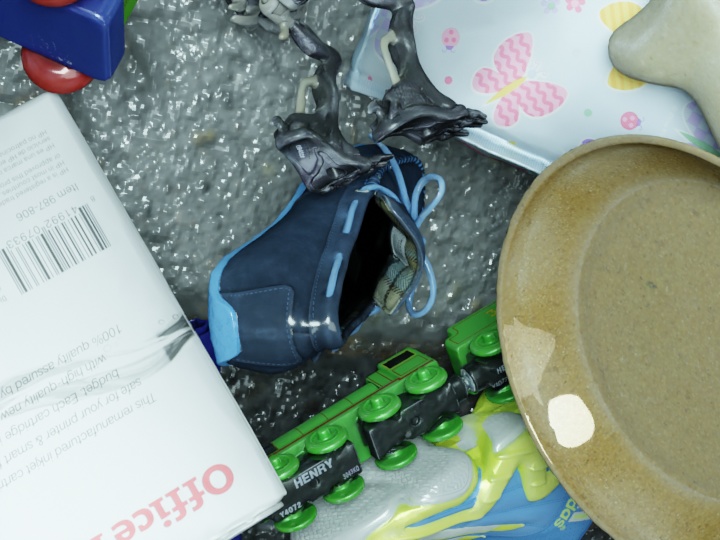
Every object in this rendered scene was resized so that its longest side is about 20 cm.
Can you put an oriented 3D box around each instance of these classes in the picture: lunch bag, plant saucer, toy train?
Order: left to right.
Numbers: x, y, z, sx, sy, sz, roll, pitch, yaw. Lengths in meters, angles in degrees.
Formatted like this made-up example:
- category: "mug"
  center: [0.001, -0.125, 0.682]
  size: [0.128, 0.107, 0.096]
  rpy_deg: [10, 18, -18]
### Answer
- category: "toy train"
  center: [-0.171, -0.167, 0.726]
  size: [0.198, 0.085, 0.117]
  rpy_deg: [24, 66, 4]
- category: "toy train"
  center: [0.021, 0.067, 0.888]
  size: [0.199, 0.056, 0.042]
  rpy_deg: [-29, 115, -20]
- category: "lunch bag"
  center: [0.111, -0.125, 0.838]
  size: [0.198, 0.127, 0.171]
  rpy_deg: [22, 96, -2]
- category: "plant saucer"
  center: [0.143, 0.035, 0.765]
  size: [0.035, 0.199, 0.203]
  rpy_deg: [-21, 115, -39]

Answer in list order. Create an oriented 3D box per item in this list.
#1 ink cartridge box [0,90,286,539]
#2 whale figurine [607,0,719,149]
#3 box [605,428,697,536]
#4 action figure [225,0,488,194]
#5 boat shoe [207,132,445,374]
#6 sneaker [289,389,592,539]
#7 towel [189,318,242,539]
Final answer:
- category: "ink cartridge box"
  center: [-0.143, 0.052, 0.746]
  size: [0.144, 0.084, 0.201]
  rpy_deg: [-29, 83, -15]
- category: "whale figurine"
  center: [0.206, -0.070, 0.745]
  size: [0.199, 0.160, 0.104]
  rpy_deg: [35, 44, 5]
- category: "box"
  center: [0.247, 0.079, 0.864]
  size: [0.198, 0.123, 0.200]
  rpy_deg: [26, 89, 8]
- category: "action figure"
  center: [-0.020, -0.139, 0.779]
  size: [0.102, 0.118, 0.202]
  rpy_deg: [0, 67, -59]
- category: "boat shoe"
  center: [0.000, 0.000, 0.795]
  size: [0.068, 0.200, 0.085]
  rpy_deg: [1, 118, 22]
- category: "sneaker"
  center: [0.062, 0.126, 0.918]
  size: [0.199, 0.076, 0.106]
  rpy_deg: [-28, 116, -16]
- category: "towel"
  center: [-0.130, 0.126, 0.849]
  size: [0.146, 0.050, 0.202]
  rpy_deg: [-11, 110, -14]
